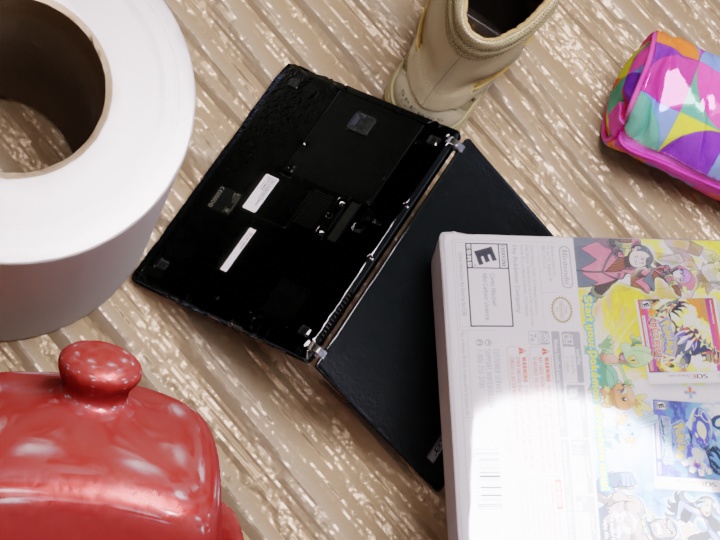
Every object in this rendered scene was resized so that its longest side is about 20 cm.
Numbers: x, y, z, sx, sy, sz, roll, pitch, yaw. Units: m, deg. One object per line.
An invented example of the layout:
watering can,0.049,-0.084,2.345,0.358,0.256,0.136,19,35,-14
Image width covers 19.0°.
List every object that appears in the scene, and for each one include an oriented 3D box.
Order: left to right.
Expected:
tape roll,-0.200,-0.076,1.198,0.202,0.139,0.204,5,70,-14
butter dish,-0.144,0.106,1.102,0.199,0.200,0.148,9,112,-10
laptop,0.000,0.000,1.293,0.199,0.103,0.178,23,64,22
boot,0.091,-0.184,1.302,0.073,0.155,0.200,34,66,-1
video game box,0.135,0.076,1.212,0.181,0.047,0.201,1,64,-6
pencil case,0.249,-0.074,1.346,0.199,0.088,0.089,26,67,-3
